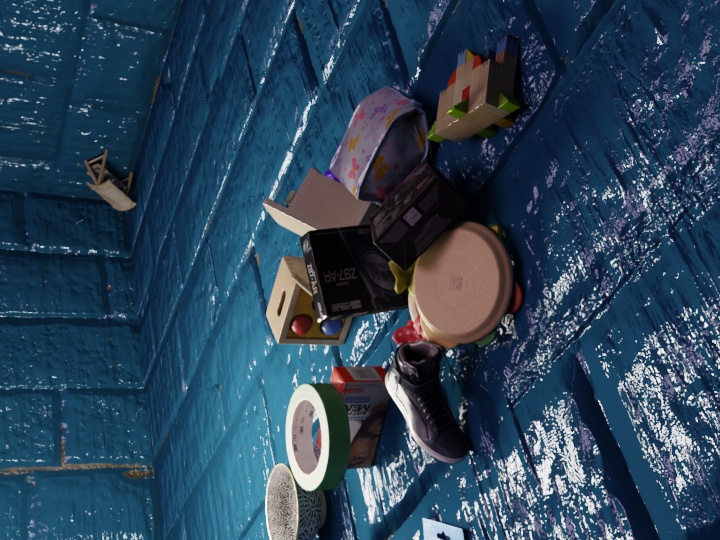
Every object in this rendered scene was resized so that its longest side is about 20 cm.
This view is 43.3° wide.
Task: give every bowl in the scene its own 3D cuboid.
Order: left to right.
[{"bbox_3d":[-0.135,0.531,2.015,0.200,0.093,0.203,-17,71,63],"label":"bowl"}]

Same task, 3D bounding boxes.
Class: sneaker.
[{"bbox_3d":[0.116,0.208,1.480,0.203,0.076,0.147,51,150,24],"label":"sneaker"}]

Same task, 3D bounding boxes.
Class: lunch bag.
[{"bbox_3d":[0.049,-0.232,1.687,0.202,0.126,0.170,-67,29,14],"label":"lunch bag"}]

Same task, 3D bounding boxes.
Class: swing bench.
[{"bbox_3d":[-1.097,-0.382,3.970,0.129,0.199,0.202,-23,55,11],"label":"swing bench"}]

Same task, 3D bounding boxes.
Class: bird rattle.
[{"bbox_3d":[0.119,0.065,1.549,0.162,0.112,0.203,-4,86,48],"label":"bird rattle"}]

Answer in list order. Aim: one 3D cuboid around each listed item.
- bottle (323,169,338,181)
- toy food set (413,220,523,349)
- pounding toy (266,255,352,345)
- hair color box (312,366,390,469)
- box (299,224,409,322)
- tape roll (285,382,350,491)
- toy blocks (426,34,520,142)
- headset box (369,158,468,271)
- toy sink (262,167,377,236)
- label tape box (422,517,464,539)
[{"bbox_3d":[-0.032,-0.114,1.893,0.065,0.083,0.202,-21,66,32],"label":"bottle"},{"bbox_3d":[0.166,0.022,1.444,0.197,0.048,0.203,-14,77,40],"label":"toy food set"},{"bbox_3d":[-0.099,0.058,1.896,0.143,0.182,0.202,59,137,49],"label":"pounding toy"},{"bbox_3d":[-0.015,0.290,1.778,0.064,0.110,0.202,48,130,54],"label":"hair color box"},{"bbox_3d":[0.000,0.000,1.654,0.043,0.198,0.162,-33,67,59],"label":"box"},{"bbox_3d":[-0.084,0.318,1.739,0.200,0.048,0.203,-9,79,61],"label":"tape roll"},{"bbox_3d":[0.188,-0.300,1.470,0.200,0.099,0.138,-23,55,61],"label":"toy blocks"},{"bbox_3d":[0.091,-0.099,1.516,0.149,0.077,0.200,-46,11,9],"label":"headset box"},{"bbox_3d":[-0.071,-0.119,1.789,0.113,0.199,0.130,-61,-17,-10],"label":"toy sink"},{"bbox_3d":[0.117,0.531,1.527,0.143,0.065,0.203,-12,77,63],"label":"label tape box"}]
